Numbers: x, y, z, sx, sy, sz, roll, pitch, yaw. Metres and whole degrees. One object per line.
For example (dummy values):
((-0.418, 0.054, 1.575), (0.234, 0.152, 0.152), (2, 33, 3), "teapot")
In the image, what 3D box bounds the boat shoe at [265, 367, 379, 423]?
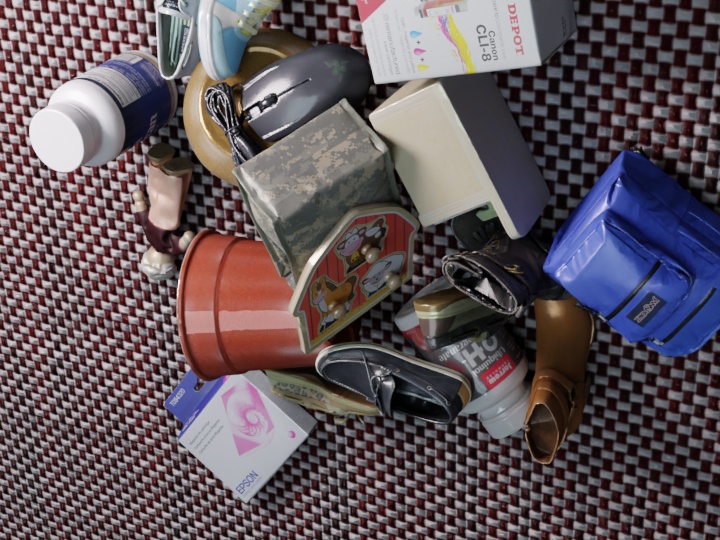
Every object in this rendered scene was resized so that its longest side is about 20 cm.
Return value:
((-0.043, 0.164, 1.705), (0.199, 0.073, 0.063), (18, 129, 31), "boat shoe")

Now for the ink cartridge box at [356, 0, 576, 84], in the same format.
((0.115, -0.299, 1.326), (0.198, 0.145, 0.147), (-2, 114, 27), "ink cartridge box")

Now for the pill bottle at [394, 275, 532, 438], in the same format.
((0.141, 0.108, 1.550), (0.110, 0.111, 0.201), (-32, 99, 36), "pill bottle")

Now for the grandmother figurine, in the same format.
((-0.269, -0.068, 1.705), (0.121, 0.060, 0.201), (44, 135, 35), "grandmother figurine")

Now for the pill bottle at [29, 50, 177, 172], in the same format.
((-0.329, -0.200, 1.572), (0.110, 0.200, 0.112), (12, 121, 21), "pill bottle")

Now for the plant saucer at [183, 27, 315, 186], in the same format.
((-0.124, -0.202, 1.499), (0.198, 0.035, 0.203), (-1, 84, 7), "plant saucer")

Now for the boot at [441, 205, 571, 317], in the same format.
((0.147, -0.015, 1.421), (0.199, 0.173, 0.070), (34, 114, 31), "boot")

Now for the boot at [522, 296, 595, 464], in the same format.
((0.232, 0.117, 1.479), (0.073, 0.155, 0.202), (-4, 114, 29), "boot")

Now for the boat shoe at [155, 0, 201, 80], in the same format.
((-0.218, -0.331, 1.528), (0.073, 0.067, 0.202), (13, 121, 20), "boat shoe")

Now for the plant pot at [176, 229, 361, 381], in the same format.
((-0.109, 0.047, 1.608), (0.193, 0.201, 0.203), (0, 116, 18), "plant pot")

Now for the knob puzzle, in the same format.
((0.000, 0.000, 1.444), (0.030, 0.218, 0.221), (43, 130, 28), "knob puzzle")

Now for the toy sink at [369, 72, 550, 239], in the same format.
((0.115, -0.130, 1.425), (0.111, 0.130, 0.201), (-21, 106, 34), "toy sink")

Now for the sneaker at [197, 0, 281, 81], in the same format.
((-0.114, -0.317, 1.441), (0.129, 0.079, 0.202), (10, 93, 18), "sneaker")

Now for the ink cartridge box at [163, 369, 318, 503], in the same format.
((-0.189, 0.222, 1.825), (0.200, 0.043, 0.197), (40, 127, 1), "ink cartridge box")

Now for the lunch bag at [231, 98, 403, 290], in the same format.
((-0.041, -0.074, 1.449), (0.118, 0.163, 0.201), (50, 168, 32), "lunch bag")

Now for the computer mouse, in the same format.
((-0.079, -0.201, 1.448), (0.199, 0.053, 0.139), (-28, 81, 4), "computer mouse")

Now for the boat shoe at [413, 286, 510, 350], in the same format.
((0.134, 0.052, 1.457), (0.073, 0.199, 0.066), (8, 101, 44), "boat shoe")

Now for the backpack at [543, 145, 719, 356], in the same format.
((0.321, 0.002, 1.368), (0.199, 0.168, 0.163), (35, 131, -2), "backpack")

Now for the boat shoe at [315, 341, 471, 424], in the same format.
((0.035, 0.139, 1.502), (0.198, 0.062, 0.075), (15, 135, 14), "boat shoe")
